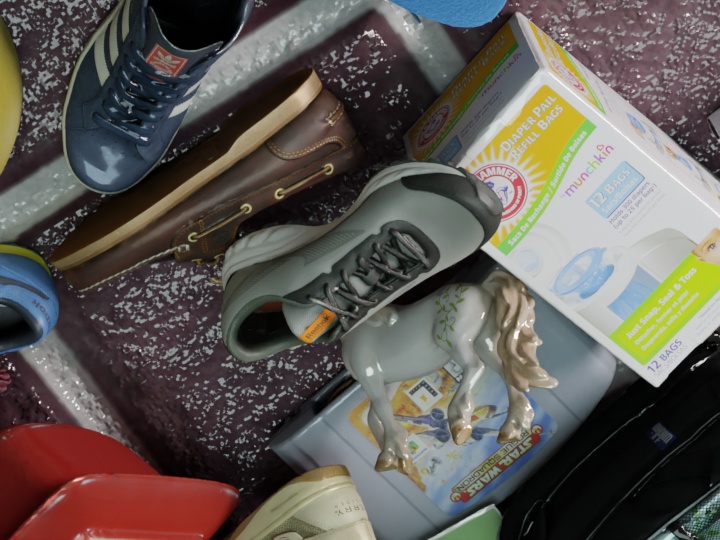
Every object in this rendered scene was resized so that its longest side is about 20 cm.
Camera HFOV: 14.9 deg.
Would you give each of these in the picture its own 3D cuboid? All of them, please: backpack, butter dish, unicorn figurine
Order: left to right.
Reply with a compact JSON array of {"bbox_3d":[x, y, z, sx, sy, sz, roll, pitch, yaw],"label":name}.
[{"bbox_3d":[-0.210,0.160,1.707,0.200,0.148,0.199,-48,155,16],"label":"butter dish"},{"bbox_3d":[0.024,0.051,1.679,0.199,0.074,0.138,-15,76,17],"label":"unicorn figurine"},{"bbox_3d":[0.189,0.156,1.713,0.200,0.178,0.151,-37,112,-3],"label":"backpack"}]

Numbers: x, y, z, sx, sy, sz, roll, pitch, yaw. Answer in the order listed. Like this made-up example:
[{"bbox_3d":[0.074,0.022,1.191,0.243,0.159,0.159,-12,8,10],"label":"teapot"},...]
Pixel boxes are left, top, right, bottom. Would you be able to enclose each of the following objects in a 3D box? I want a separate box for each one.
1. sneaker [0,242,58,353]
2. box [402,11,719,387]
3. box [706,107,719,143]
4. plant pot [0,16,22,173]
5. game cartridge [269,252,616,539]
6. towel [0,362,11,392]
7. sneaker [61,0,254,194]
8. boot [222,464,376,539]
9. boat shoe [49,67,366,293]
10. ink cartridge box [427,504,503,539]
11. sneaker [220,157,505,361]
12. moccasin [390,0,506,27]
[{"bbox_3d":[-0.282,0.029,1.667,0.199,0.079,0.066,-6,117,-2],"label":"sneaker"},{"bbox_3d":[0.136,-0.043,1.663,0.200,0.101,0.113,38,105,-20],"label":"box"},{"bbox_3d":[0.339,-0.094,1.694,0.200,0.041,0.156,-39,112,11],"label":"box"},{"bbox_3d":[-0.295,-0.077,1.579,0.199,0.142,0.201,-2,115,-4],"label":"plant pot"},{"bbox_3d":[0.058,0.090,1.754,0.200,0.042,0.133,-41,108,13],"label":"game cartridge"},{"bbox_3d":[-0.306,0.131,1.678,0.200,0.144,0.023,-42,87,13],"label":"towel"},{"bbox_3d":[-0.118,-0.124,1.608,0.075,0.085,0.200,21,111,-15],"label":"sneaker"},{"bbox_3d":[-0.041,0.238,1.736,0.200,0.156,0.073,-45,156,29],"label":"boot"},{"bbox_3d":[-0.090,-0.039,1.658,0.200,0.070,0.070,-32,110,9],"label":"boat shoe"},{"bbox_3d":[0.073,0.250,1.823,0.145,0.048,0.200,-30,113,8],"label":"ink cartridge box"},{"bbox_3d":[0.000,0.000,1.592,0.200,0.080,0.074,-25,126,32],"label":"sneaker"},{"bbox_3d":[0.001,-0.213,1.591,0.200,0.068,0.081,33,100,-20],"label":"moccasin"}]
